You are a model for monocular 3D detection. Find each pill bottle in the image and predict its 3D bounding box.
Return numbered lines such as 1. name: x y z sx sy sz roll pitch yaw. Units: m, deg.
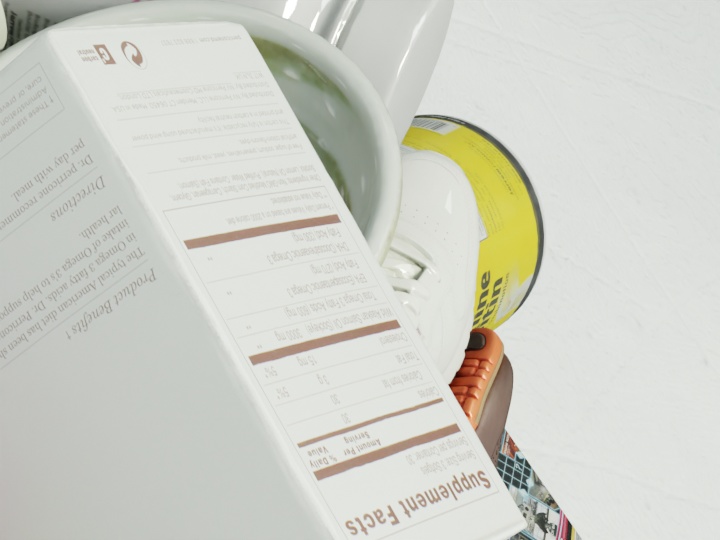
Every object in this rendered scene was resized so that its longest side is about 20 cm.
1. pill bottle: 0.000 0.000 1.187 0.112 0.112 0.200 57 29 3
2. pill bottle: -0.068 -0.116 1.118 0.199 0.114 0.113 23 29 7

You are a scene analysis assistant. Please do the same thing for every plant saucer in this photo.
1. plant saucer: -0.080 -0.016 1.014 0.050 0.199 0.201 79 1 -52

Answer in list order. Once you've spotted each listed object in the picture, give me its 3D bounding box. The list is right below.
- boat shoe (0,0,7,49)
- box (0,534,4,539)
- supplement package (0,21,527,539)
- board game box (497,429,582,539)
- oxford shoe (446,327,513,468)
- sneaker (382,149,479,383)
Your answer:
1. boat shoe: -0.220 -0.155 1.058 0.060 0.072 0.201 -31 70 -23
2. box: -0.148 0.130 0.846 0.201 0.097 0.176 60 29 7
3. supplement package: -0.060 0.034 0.858 0.201 0.117 0.117 61 28 10
4. board game box: 0.041 0.143 1.180 0.136 0.035 0.200 56 29 0
5. oxford shoe: 0.026 0.120 1.075 0.072 0.071 0.201 34 68 -29
6. sneaker: -0.001 0.030 1.029 0.076 0.081 0.201 23 63 5
